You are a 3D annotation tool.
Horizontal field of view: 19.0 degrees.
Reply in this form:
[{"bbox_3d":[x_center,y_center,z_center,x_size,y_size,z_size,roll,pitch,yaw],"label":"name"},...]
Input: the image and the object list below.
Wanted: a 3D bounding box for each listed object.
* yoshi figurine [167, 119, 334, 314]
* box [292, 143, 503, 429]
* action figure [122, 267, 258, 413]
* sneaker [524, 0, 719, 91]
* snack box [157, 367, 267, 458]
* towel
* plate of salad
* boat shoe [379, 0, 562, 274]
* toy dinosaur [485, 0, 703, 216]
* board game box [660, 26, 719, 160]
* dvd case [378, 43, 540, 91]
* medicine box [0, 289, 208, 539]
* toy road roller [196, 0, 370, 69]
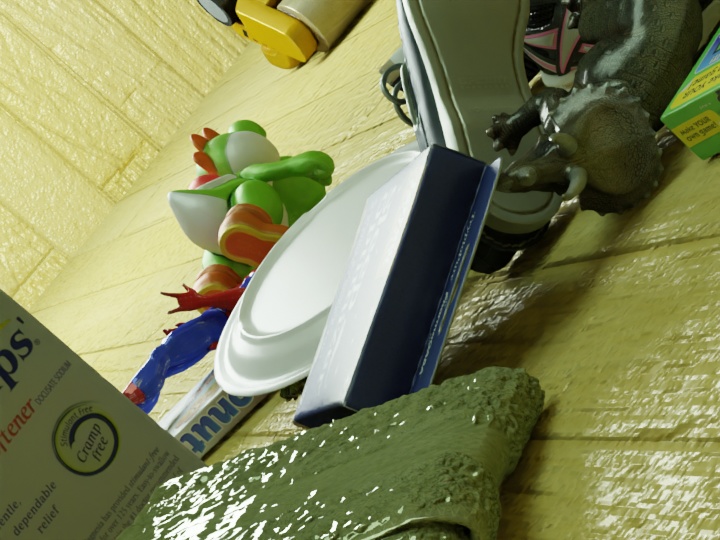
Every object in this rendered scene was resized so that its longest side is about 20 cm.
[{"bbox_3d":[-0.062,-0.036,1.486,0.112,0.112,0.200,-15,30,7],"label":"yoshi figurine"},{"bbox_3d":[0.013,0.012,0.975,0.200,0.032,0.122,150,139,-78],"label":"box"},{"bbox_3d":[-0.100,0.039,1.345,0.200,0.052,0.065,-32,-16,-21],"label":"action figure"},{"bbox_3d":[0.123,-0.140,1.076,0.080,0.086,0.200,-56,13,-26],"label":"sneaker"},{"bbox_3d":[-0.079,0.072,1.308,0.200,0.024,0.072,-44,11,26],"label":"snack box"},{"bbox_3d":[-0.027,0.101,0.825,0.199,0.037,0.148,-22,14,22],"label":"towel"},{"bbox_3d":[0.000,0.000,1.186,0.200,0.048,0.200,-36,23,18],"label":"plate of salad"},{"bbox_3d":[0.053,-0.094,1.063,0.062,0.075,0.201,124,136,-54],"label":"boat shoe"},{"bbox_3d":[0.120,-0.091,0.971,0.102,0.077,0.200,-13,41,58],"label":"toy dinosaur"},{"bbox_3d":[0.210,-0.126,0.841,0.135,0.029,0.200,-54,12,-27],"label":"board game box"},{"bbox_3d":[0.109,-0.167,1.213,0.200,0.016,0.149,-47,-21,13],"label":"dvd case"},{"bbox_3d":[-0.173,0.114,1.071,0.103,0.200,0.182,-54,12,-25],"label":"medicine box"},{"bbox_3d":[-0.064,-0.276,2.266,0.200,0.146,0.123,28,73,40],"label":"toy road roller"}]
